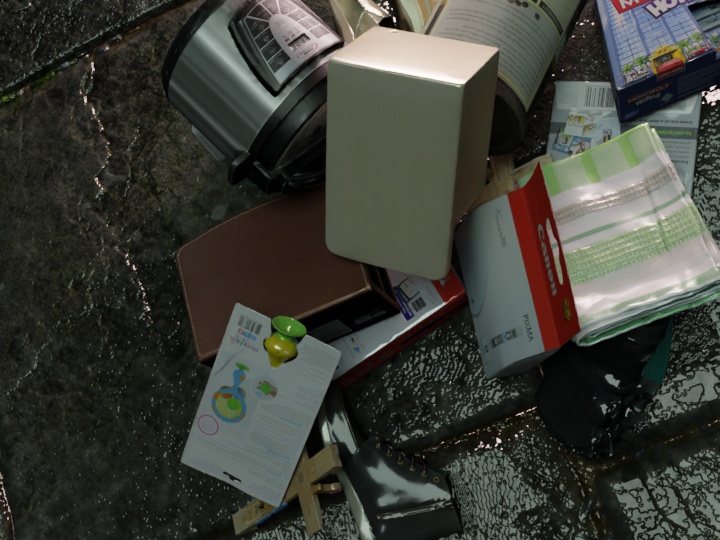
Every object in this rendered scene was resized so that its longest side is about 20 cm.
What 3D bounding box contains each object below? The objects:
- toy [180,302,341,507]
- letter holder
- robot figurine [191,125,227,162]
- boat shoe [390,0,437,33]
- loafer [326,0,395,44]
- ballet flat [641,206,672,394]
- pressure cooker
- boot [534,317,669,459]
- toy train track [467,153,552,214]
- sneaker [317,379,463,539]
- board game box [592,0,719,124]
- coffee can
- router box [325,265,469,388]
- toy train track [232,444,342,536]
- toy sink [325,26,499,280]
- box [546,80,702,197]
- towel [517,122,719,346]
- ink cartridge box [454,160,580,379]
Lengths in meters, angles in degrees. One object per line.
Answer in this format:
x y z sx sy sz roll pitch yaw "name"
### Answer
-0.099 0.133 0.984 0.115 0.047 0.201 24 117 5 "toy"
-0.081 0.008 1.033 0.199 0.101 0.143 -23 68 12 "letter holder"
-0.107 -0.212 1.146 0.199 0.113 0.170 -30 49 10 "robot figurine"
0.092 -0.252 1.098 0.076 0.072 0.201 -16 91 -1 "boat shoe"
0.006 -0.290 1.152 0.068 0.076 0.201 -19 67 3 "loafer"
0.275 0.021 0.959 0.070 0.067 0.201 18 113 42 "ballet flat"
-0.080 -0.181 0.997 0.200 0.179 0.176 45 110 8 "pressure cooker"
0.210 0.074 0.956 0.198 0.073 0.163 46 134 43 "boot"
0.146 -0.132 1.056 0.114 0.032 0.201 -28 56 34 "toy train track"
0.030 0.196 1.013 0.106 0.075 0.201 -23 83 7 "sneaker"
0.326 -0.280 1.021 0.199 0.062 0.201 -22 58 5 "board game box"
0.140 -0.244 1.011 0.146 0.147 0.201 19 69 23 "coffee can"
0.000 0.000 1.086 0.179 0.049 0.200 -35 68 7 "router box"
-0.073 0.234 1.020 0.200 0.032 0.115 -42 53 40 "toy train track"
0.048 -0.113 0.919 0.130 0.112 0.201 15 124 20 "toy sink"
0.272 -0.099 1.024 0.155 0.041 0.201 5 77 20 "box"
0.236 -0.039 0.893 0.149 0.031 0.201 -21 53 12 "towel"
0.144 0.007 0.923 0.047 0.200 0.161 -8 75 -7 "ink cartridge box"
